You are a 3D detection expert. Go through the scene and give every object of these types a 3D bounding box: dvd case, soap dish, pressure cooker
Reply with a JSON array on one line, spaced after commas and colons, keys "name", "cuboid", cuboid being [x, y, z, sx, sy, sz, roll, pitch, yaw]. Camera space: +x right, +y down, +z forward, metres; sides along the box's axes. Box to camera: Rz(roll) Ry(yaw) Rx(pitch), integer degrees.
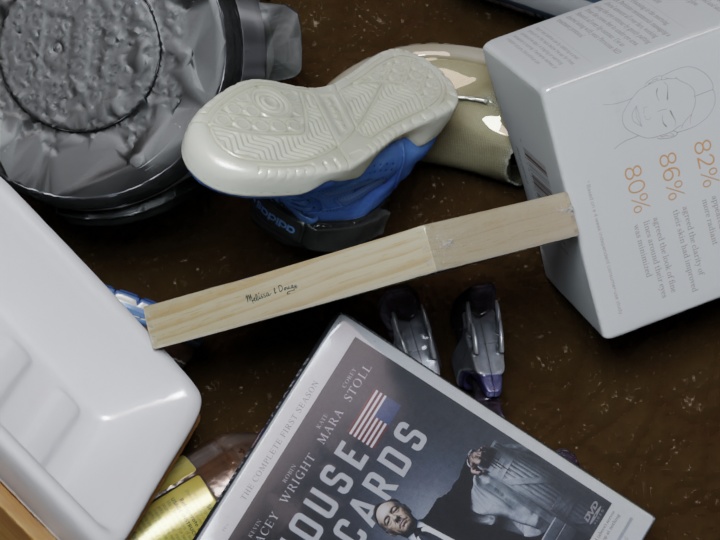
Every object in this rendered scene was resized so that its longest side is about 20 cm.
[{"name": "dvd case", "cuboid": [0.032, 0.138, 1.319, 0.200, 0.025, 0.150, 33, 81, -4]}, {"name": "soap dish", "cuboid": [-0.187, 0.058, 1.311, 0.200, 0.081, 0.157, 48, 36, -15]}, {"name": "pressure cooker", "cuboid": [-0.137, -0.123, 1.420, 0.176, 0.200, 0.179, 40, 96, 0]}]

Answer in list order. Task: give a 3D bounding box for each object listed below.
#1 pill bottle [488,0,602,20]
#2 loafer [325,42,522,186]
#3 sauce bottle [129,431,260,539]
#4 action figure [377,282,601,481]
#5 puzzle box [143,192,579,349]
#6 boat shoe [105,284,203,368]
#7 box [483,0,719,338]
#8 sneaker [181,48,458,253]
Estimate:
[{"name": "pill bottle", "cuboid": [0.110, -0.210, 1.488, 0.200, 0.120, 0.120, 20, 67, 10]}, {"name": "loafer", "cuboid": [0.071, -0.086, 1.456, 0.200, 0.076, 0.068, -6, 59, -2]}, {"name": "sauce bottle", "cuboid": [-0.087, 0.131, 1.366, 0.200, 0.065, 0.065, -30, 68, -11]}, {"name": "action figure", "cuboid": [0.060, 0.108, 1.370, 0.130, 0.069, 0.200, -8, 71, -15]}, {"name": "puzzle box", "cuboid": [0.000, 0.000, 1.337, 0.200, 0.133, 0.025, -16, 89, 38]}, {"name": "boat shoe", "cuboid": [-0.189, 0.034, 1.417, 0.200, 0.072, 0.073, 13, 86, 1]}, {"name": "box", "cuboid": [0.191, -0.077, 1.392, 0.200, 0.153, 0.106, -20, 23, -8]}, {"name": "sneaker", "cuboid": [-0.036, -0.049, 1.356, 0.077, 0.111, 0.200, 43, 36, 16]}]
